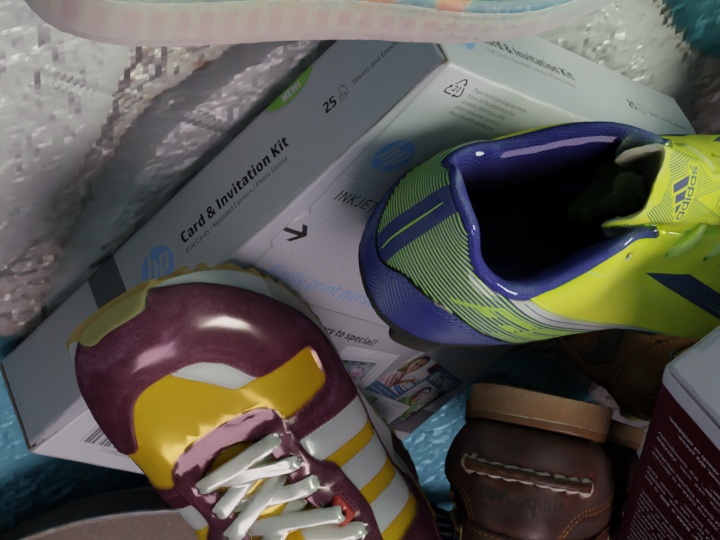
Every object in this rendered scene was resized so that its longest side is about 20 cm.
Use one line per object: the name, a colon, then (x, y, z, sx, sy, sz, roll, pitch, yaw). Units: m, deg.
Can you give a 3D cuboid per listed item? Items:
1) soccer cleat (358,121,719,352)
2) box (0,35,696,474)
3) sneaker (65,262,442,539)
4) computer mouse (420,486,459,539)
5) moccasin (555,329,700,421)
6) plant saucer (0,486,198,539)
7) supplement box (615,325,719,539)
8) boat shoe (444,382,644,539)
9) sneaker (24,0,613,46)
soccer cleat: (0.096, -0.016, 0.750, 0.199, 0.065, 0.084, -8, 160, -27)
box: (0.000, 0.000, 0.812, 0.200, 0.041, 0.155, -41, 146, 26)
sneaker: (-0.020, 0.074, 0.773, 0.075, 0.090, 0.200, -31, 142, 12)
computer mouse: (-0.024, 0.165, 1.029, 0.200, 0.053, 0.138, -42, 146, 25)
moccasin: (0.162, 0.039, 0.949, 0.201, 0.078, 0.074, 15, 128, -47)
plant saucer: (-0.076, 0.143, 0.935, 0.199, 0.032, 0.201, -3, 138, -3)
supplement box: (0.146, 0.059, 0.793, 0.109, 0.061, 0.200, -35, 160, -15)
boat shoe: (0.064, 0.081, 0.891, 0.070, 0.071, 0.200, 7, 177, 12)
sneaker: (0.010, -0.108, 0.629, 0.199, 0.072, 0.080, -10, 150, -22)
